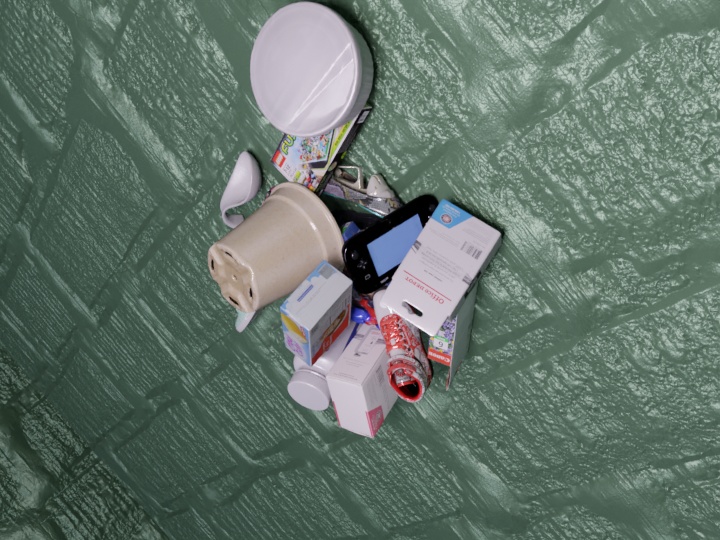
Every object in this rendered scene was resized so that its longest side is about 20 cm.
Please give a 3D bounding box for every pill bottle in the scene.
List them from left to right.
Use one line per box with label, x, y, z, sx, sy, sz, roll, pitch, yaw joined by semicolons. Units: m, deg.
pill bottle;-0.066;0.172;1.510;0.118;0.201;0.120;17;141;14

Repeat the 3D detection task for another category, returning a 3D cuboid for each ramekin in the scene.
ramekin;-0.070;-0.314;1.195;0.200;0.094;0.205;4;99;28

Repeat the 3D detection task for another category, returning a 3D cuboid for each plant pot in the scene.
plant pot;-0.158;-0.026;1.325;0.199;0.183;0.202;30;138;31

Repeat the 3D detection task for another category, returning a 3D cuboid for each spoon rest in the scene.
spoon rest;-0.246;-0.156;1.531;0.201;0.060;0.100;117;142;-50

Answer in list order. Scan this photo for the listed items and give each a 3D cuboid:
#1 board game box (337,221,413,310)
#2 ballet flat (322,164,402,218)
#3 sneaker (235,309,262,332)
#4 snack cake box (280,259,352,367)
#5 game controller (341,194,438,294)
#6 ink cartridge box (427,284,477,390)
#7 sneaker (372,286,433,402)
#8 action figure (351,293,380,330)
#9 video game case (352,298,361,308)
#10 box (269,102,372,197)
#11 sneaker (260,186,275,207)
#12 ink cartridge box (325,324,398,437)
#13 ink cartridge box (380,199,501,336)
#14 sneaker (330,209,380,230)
board game box;0.000;0.000;1.400;0.135;0.035;0.200;-8;130;52
ballet flat;0.004;-0.145;1.336;0.199;0.072;0.073;24;135;23
sneaker;-0.271;0.045;1.711;0.118;0.074;0.201;33;128;5
snack cake box;-0.075;0.080;1.317;0.067;0.115;0.201;36;159;14
game controller;0.060;-0.045;1.274;0.042;0.199;0.105;16;135;63
ink cartridge box;0.164;0.107;1.361;0.050;0.109;0.202;18;132;20
sneaker;0.070;0.133;1.332;0.067;0.108;0.203;-19;102;21
action figure;0.010;0.086;1.436;0.198;0.052;0.066;14;153;23
video game case;-0.046;0.053;1.570;0.143;0.017;0.200;51;139;-4
box;-0.072;-0.233;1.300;0.110;0.035;0.201;44;124;15
sneaker;-0.166;-0.122;1.505;0.199;0.080;0.087;-15;95;42
ink cartridge box;0.027;0.198;1.472;0.082;0.200;0.148;10;132;29
ink cartridge box;0.132;0.001;1.240;0.115;0.201;0.067;32;176;16
sneaker;0.020;-0.056;1.399;0.198;0.066;0.079;15;143;32
